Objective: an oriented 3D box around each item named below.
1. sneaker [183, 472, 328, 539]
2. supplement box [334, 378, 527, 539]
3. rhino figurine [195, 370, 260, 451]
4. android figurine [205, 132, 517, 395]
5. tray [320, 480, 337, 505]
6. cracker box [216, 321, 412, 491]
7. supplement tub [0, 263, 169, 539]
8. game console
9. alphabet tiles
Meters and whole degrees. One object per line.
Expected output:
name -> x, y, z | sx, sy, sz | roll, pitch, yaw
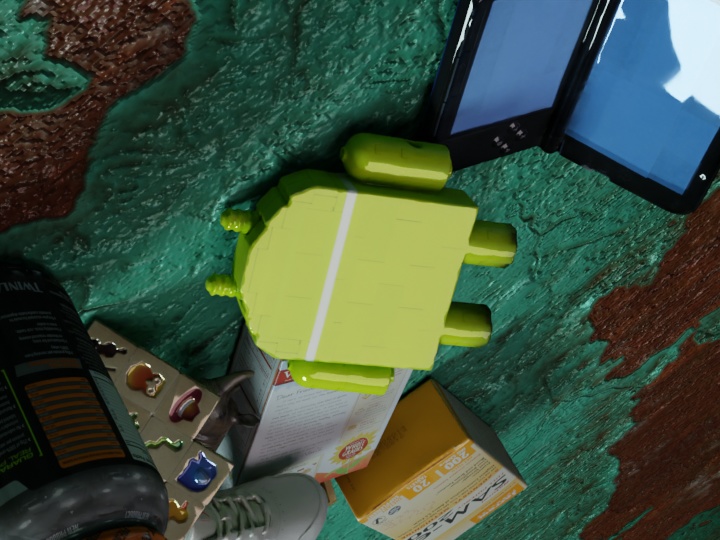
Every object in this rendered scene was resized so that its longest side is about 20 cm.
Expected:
sneaker -> -0.106, 0.191, 0.954 | 0.199, 0.078, 0.100 | -21, 152, -25
supplement box -> 0.066, 0.189, 1.246 | 0.126, 0.074, 0.200 | -37, 151, 6
rhino figurine -> -0.144, 0.131, 0.962 | 0.200, 0.060, 0.087 | -43, 147, 21
android figurine -> 0.000, 0.000, 0.872 | 0.199, 0.041, 0.183 | 5, 114, -19
tray -> -0.119, 0.215, 1.140 | 0.199, 0.037, 0.099 | -29, 150, -10
cracker box -> -0.036, 0.093, 1.020 | 0.133, 0.058, 0.201 | -13, 145, -30
supplement tub -> -0.185, 0.105, 0.745 | 0.122, 0.200, 0.123 | -24, 149, -15
game console -> 0.147, -0.114, 0.838 | 0.170, 0.119, 0.201 | -18, 146, -26
alphabet tiles -> -0.187, 0.140, 0.869 | 0.167, 0.008, 0.201 | 34, 91, -18
